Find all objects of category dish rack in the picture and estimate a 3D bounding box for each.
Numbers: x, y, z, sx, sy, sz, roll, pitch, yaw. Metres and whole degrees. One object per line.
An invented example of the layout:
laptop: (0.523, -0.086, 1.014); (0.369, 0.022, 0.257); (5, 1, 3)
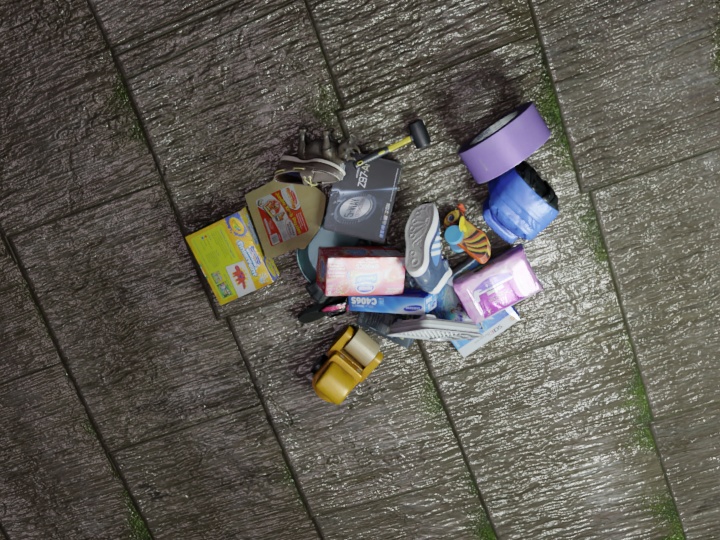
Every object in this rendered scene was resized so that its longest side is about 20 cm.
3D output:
dish rack: (0.179, 0.139, 1.684); (0.198, 0.171, 0.044); (8, 77, -33)

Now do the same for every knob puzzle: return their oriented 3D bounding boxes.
knob puzzle: (-0.174, -0.147, 1.765); (0.216, 0.030, 0.224); (0, 88, 11)

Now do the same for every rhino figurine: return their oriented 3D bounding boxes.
rhino figurine: (-0.077, -0.294, 1.671); (0.198, 0.060, 0.089); (14, 115, 35)

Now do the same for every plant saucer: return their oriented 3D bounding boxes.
plant saucer: (-0.065, -0.044, 1.791); (0.197, 0.036, 0.203); (2, 107, 6)

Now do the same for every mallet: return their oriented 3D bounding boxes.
mallet: (0.078, -0.285, 1.675); (0.199, 0.041, 0.066); (-33, 100, -3)

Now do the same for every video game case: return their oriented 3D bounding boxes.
video game case: (0.279, 0.093, 1.785); (0.180, 0.046, 0.201); (-37, 99, 14)

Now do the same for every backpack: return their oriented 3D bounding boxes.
backpack: (0.371, -0.150, 1.620); (0.162, 0.200, 0.169); (36, 107, -5)

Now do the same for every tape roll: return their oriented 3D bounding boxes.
tape roll: (0.325, -0.290, 1.584); (0.199, 0.200, 0.085); (-34, 101, 15)

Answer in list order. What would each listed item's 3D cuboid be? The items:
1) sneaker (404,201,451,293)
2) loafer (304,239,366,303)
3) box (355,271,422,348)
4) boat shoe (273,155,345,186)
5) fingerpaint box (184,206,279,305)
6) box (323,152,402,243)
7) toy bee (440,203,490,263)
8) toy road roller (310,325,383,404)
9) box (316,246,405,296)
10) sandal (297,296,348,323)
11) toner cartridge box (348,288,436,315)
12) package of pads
sneaker: (0.169, -0.045, 1.669); (0.080, 0.203, 0.146); (-7, 149, 32)
loafer: (-0.062, -0.006, 1.747); (0.070, 0.068, 0.201); (41, 105, -1)
box: (0.089, 0.075, 1.777); (0.156, 0.051, 0.203); (24, 110, 20)
boat shoe: (-0.126, -0.232, 1.685); (0.198, 0.072, 0.060); (13, 66, 32)
fingerpaint box: (-0.329, -0.038, 1.805); (0.165, 0.073, 0.202); (-23, 103, 14)
box: (0.006, -0.181, 1.716); (0.158, 0.044, 0.203); (14, 95, 3)
toy bee: (0.242, -0.107, 1.699); (0.198, 0.131, 0.110); (32, 84, 8)
toy road roller: (-0.043, 0.260, 1.820); (0.123, 0.146, 0.200); (40, 107, -6)
box: (0.000, 0.000, 1.662); (0.197, 0.100, 0.097); (-1, 107, -18)
sandal: (-0.073, 0.101, 1.814); (0.198, 0.046, 0.075); (-29, 146, 20)
toner cartridge box: (0.078, 0.073, 1.701); (0.197, 0.095, 0.044); (2, 102, 24)
package of pads: (0.334, 0.035, 1.701); (0.198, 0.076, 0.122); (-29, 101, 11)
